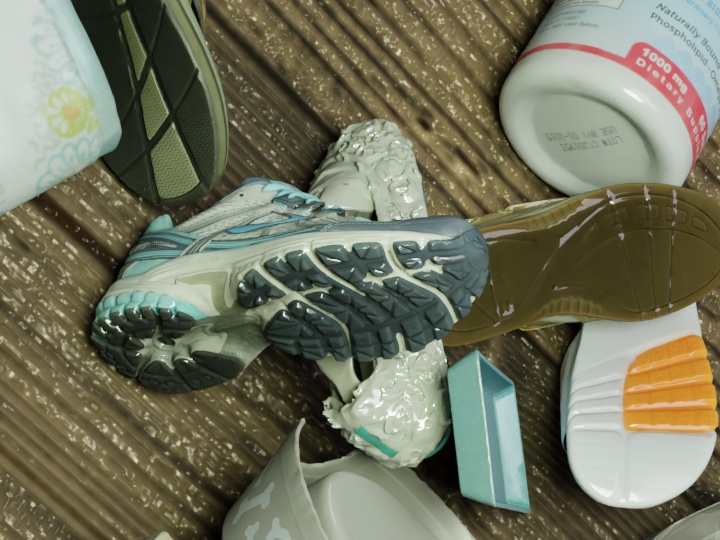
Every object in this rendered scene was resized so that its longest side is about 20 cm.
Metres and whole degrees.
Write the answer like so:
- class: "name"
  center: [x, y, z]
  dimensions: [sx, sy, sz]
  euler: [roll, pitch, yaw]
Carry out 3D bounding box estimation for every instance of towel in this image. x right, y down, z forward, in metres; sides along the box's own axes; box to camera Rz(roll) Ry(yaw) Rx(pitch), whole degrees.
- class: "towel"
  center: [-0.212, -0.109, 1.078]
  dimensions: [0.171, 0.048, 0.201]
  euler: [-32, 99, -35]

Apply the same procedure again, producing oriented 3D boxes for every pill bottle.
- class: "pill bottle"
  center: [0.163, -0.137, 1.329]
  dimensions: [0.109, 0.108, 0.200]
  euler: [45, 57, -20]

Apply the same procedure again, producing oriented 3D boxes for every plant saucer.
- class: "plant saucer"
  center: [0.062, 0.082, 1.182]
  dimensions: [0.200, 0.019, 0.070]
  euler: [36, 48, -79]

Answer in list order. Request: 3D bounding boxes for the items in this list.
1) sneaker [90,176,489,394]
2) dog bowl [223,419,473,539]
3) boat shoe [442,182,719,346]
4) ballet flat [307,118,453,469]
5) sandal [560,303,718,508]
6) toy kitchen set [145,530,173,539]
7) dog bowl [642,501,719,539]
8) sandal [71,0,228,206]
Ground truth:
- class: "sneaker"
  center: [-0.032, -0.010, 1.101]
  dimensions: [0.078, 0.199, 0.087]
  euler: [51, 41, -41]
- class: "dog bowl"
  center: [0.015, 0.161, 1.108]
  dimensions: [0.200, 0.059, 0.200]
  euler: [47, 13, -14]
- class: "boat shoe"
  center: [0.097, -0.007, 1.258]
  dimensions: [0.199, 0.066, 0.075]
  euler: [-7, 98, -26]
- class: "ballet flat"
  center: [0.000, 0.000, 1.164]
  dimensions: [0.071, 0.072, 0.201]
  euler: [18, 44, -33]
- class: "sandal"
  center: [0.145, 0.050, 1.304]
  dimensions: [0.079, 0.059, 0.208]
  euler: [11, 49, -4]
- class: "toy kitchen set"
  center: [-0.093, 0.235, 1.015]
  dimensions: [0.200, 0.163, 0.181]
  euler: [-45, 107, -35]
- class: "dog bowl"
  center: [0.201, 0.221, 1.310]
  dimensions: [0.199, 0.059, 0.202]
  euler: [10, 73, -35]
- class: "sandal"
  center: [-0.102, -0.130, 1.149]
  dimensions: [0.057, 0.079, 0.202]
  euler: [-18, 90, -52]
